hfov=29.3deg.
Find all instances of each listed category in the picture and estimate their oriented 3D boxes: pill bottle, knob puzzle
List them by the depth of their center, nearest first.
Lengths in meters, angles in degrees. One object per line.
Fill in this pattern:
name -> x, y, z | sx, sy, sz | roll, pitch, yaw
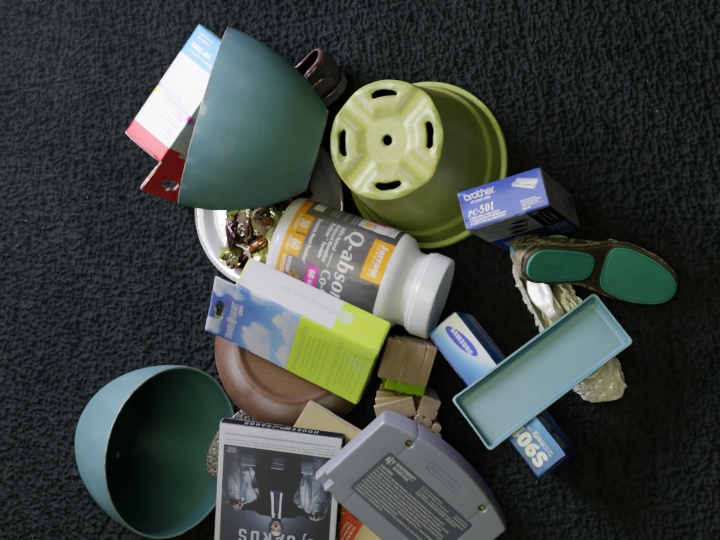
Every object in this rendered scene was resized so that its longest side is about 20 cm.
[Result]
pill bottle -> 0.000, 0.000, 1.568 | 0.198, 0.116, 0.118 | 19, 91, 12
knob puzzle -> -0.017, 0.274, 1.623 | 0.216, 0.030, 0.223 | 3, 102, 12

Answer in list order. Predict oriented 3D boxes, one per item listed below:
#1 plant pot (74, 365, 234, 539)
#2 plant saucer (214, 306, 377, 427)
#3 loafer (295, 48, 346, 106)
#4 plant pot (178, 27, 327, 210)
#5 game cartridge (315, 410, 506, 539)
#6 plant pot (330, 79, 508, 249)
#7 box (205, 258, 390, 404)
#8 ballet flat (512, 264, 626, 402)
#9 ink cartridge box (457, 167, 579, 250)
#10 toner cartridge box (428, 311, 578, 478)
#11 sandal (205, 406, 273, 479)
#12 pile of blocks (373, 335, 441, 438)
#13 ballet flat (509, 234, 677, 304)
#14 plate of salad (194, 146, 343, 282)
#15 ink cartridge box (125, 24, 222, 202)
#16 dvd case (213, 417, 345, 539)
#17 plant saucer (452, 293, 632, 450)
plant pot -> -0.265, 0.207, 1.648 | 0.134, 0.199, 0.203 | 7, 87, 43
plant saucer -> -0.076, 0.088, 1.631 | 0.197, 0.037, 0.203 | 0, 80, 1
loafer -> -0.112, -0.199, 1.668 | 0.199, 0.063, 0.072 | -34, 47, 2
plant pot -> -0.112, -0.152, 1.535 | 0.133, 0.200, 0.203 | 17, 91, -5
game cartridge -> 0.064, 0.252, 1.549 | 0.200, 0.042, 0.133 | 43, 105, -16
plant pot -> 0.053, -0.132, 1.562 | 0.198, 0.184, 0.204 | -1, 86, 17
box -> -0.073, 0.065, 1.555 | 0.198, 0.122, 0.048 | 25, 54, 4
ballet flat -> 0.227, 0.064, 1.552 | 0.071, 0.072, 0.201 | -34, 77, 12
ink cartridge box -> 0.177, -0.065, 1.507 | 0.093, 0.200, 0.045 | -16, 80, 15
toner cartridge box -> 0.162, 0.139, 1.551 | 0.043, 0.095, 0.201 | -40, 76, 9
sandal -> -0.110, 0.174, 1.659 | 0.075, 0.045, 0.201 | 37, 79, 1
pile of blocks -> 0.056, 0.164, 1.578 | 0.081, 0.062, 0.203 | -11, 103, -4
ballet flat -> 0.257, -0.012, 1.532 | 0.197, 0.075, 0.069 | 9, 114, -17
plate of salad -> -0.117, -0.079, 1.684 | 0.197, 0.048, 0.203 | -2, 85, 17
ink cartridge box -> -0.209, -0.188, 1.686 | 0.067, 0.116, 0.201 | 38, 96, 19
dvd case -> -0.097, 0.280, 1.611 | 0.148, 0.025, 0.203 | 6, 103, 9
plant saucer -> 0.198, 0.110, 1.496 | 0.199, 0.019, 0.070 | -36, 75, -7
